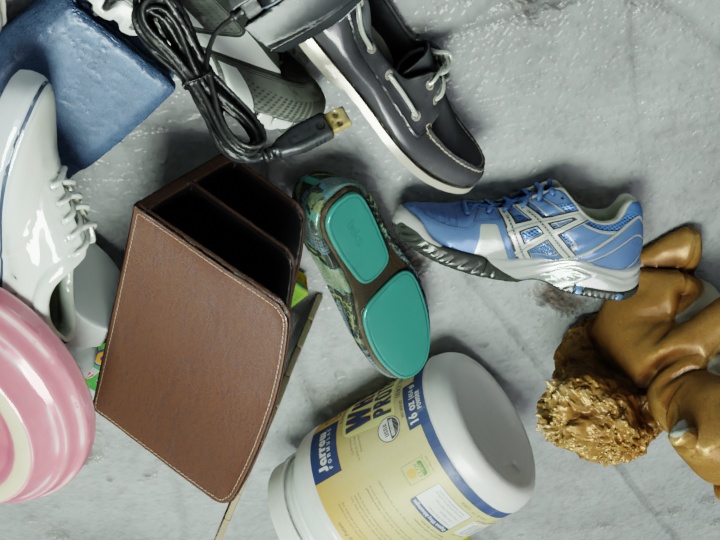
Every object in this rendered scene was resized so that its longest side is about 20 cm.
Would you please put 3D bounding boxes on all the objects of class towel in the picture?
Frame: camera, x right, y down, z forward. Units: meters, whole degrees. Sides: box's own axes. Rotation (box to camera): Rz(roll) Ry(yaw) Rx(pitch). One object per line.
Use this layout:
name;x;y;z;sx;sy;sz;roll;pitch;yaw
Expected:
towel;-0.226;-0.107;0.915;0.199;0.049;0.112;-33;129;24

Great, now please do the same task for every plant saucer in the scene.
plant saucer;-0.280;0.089;0.929;0.199;0.051;0.202;11;127;15

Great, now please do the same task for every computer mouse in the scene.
computer mouse;-0.025;-0.153;0.822;0.199;0.046;0.141;-33;109;-11

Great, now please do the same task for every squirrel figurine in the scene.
squirrel figurine;0.241;0.098;1.076;0.199;0.188;0.142;-26;132;18

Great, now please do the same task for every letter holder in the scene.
letter holder;-0.094;0.046;0.966;0.142;0.100;0.201;34;131;17

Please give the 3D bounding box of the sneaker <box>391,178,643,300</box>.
sneaker;0.121;-0.034;1.028;0.198;0.076;0.078;8;107;-12

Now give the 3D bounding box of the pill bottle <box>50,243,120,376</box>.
pill bottle;-0.270;0.058;1.025;0.199;0.113;0.112;-34;129;24

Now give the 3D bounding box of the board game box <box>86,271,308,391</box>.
board game box;-0.144;0.043;1.086;0.200;0.030;0.095;-39;125;24

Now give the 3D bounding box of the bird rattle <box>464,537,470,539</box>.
bird rattle;0.061;0.342;1.358;0.162;0.113;0.200;10;137;-39

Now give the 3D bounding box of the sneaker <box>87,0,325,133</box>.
sneaker;-0.085;-0.162;0.867;0.199;0.067;0.090;34;124;-30

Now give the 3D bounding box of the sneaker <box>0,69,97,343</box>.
sneaker;-0.206;-0.037;0.888;0.070;0.073;0.201;15;128;2

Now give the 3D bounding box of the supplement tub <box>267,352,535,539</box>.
supplement tub;0.033;0.175;1.154;0.199;0.145;0.144;-33;130;22

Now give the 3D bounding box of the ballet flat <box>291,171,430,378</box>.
ballet flat;0.000;0.000;1.040;0.074;0.075;0.201;-15;130;8

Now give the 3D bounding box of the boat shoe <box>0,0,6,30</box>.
boat shoe;-0.230;-0.216;0.795;0.069;0.071;0.201;-41;156;-26

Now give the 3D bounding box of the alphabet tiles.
alphabet tiles;-0.082;0.139;1.094;0.007;0.168;0.201;22;130;-2

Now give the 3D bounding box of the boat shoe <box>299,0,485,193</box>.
boat shoe;0.033;-0.127;0.913;0.062;0.073;0.200;-30;126;25
